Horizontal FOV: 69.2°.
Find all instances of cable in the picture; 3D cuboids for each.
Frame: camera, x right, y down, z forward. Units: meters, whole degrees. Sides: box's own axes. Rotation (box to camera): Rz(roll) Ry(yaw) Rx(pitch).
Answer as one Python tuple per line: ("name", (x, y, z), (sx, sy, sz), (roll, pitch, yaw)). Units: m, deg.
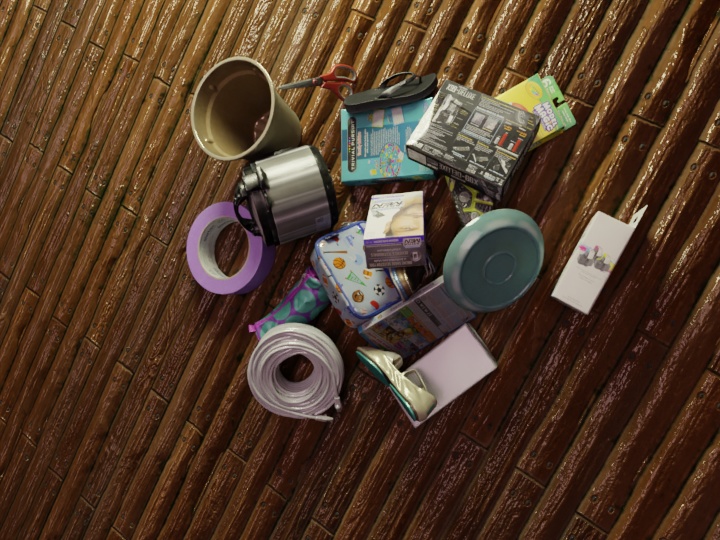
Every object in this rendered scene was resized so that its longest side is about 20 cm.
("cable", (-0.130, 0.204, 1.068), (0.195, 0.069, 0.205), (4, 107, -2))

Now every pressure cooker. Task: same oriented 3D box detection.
("pressure cooker", (-0.157, -0.145, 1.048), (0.196, 0.179, 0.179), (-19, 114, -10))

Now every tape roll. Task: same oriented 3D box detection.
("tape roll", (-0.293, -0.049, 1.179), (0.195, 0.065, 0.206), (-1, 87, 20))

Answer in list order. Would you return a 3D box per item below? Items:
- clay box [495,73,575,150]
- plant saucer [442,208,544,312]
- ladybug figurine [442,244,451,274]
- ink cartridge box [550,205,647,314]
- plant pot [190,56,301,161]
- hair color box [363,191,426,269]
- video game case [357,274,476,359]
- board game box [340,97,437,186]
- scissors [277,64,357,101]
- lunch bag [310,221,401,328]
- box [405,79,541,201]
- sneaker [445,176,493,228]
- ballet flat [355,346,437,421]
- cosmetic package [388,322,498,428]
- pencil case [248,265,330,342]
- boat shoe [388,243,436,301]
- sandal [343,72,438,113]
("clay box", (0.296, -0.282, 0.997), (0.197, 0.047, 0.117), (-28, 79, 17))
("plant saucer", (0.241, -0.008, 0.922), (0.195, 0.028, 0.205), (-7, 119, -13))
("ladybug figurine", (0.246, -0.031, 0.989), (0.197, 0.072, 0.138), (-29, 79, 16))
("ink cartridge box", (0.410, -0.028, 0.910), (0.067, 0.115, 0.203), (29, 96, 17))
("plant pot", (-0.220, -0.309, 1.100), (0.196, 0.183, 0.206), (-2, 85, 22))
("hair color box", (0.068, -0.081, 0.978), (0.106, 0.201, 0.066), (-4, 121, 8))
("video game case", (0.111, 0.099, 1.001), (0.198, 0.143, 0.018), (-32, 44, 14))
("board game box", (0.058, -0.261, 1.077), (0.195, 0.047, 0.155), (-1, 86, 19))
("scissors", (-0.086, -0.394, 1.072), (0.014, 0.197, 0.075), (18, 108, 49))
("lunch bag", (0.000, 0.000, 1.036), (0.158, 0.076, 0.203), (-22, 73, -26))
("box", (0.203, -0.242, 0.952), (0.197, 0.050, 0.160), (28, 77, 19))
("sneaker", (0.205, -0.157, 0.993), (0.074, 0.077, 0.205), (-12, 71, 7))
("ballet flat", (0.069, 0.197, 0.976), (0.070, 0.069, 0.200), (-54, 51, 9))
("cosmetic package", (0.159, 0.201, 1.009), (0.199, 0.074, 0.103), (-38, 76, 12))
("pencil case", (-0.139, 0.080, 1.105), (0.200, 0.092, 0.086), (-46, 36, 13))
("boat shoe", (0.101, -0.012, 0.973), (0.071, 0.201, 0.073), (-22, 108, 18))
("sandal", (0.061, -0.363, 1.050), (0.195, 0.077, 0.043), (-14, 128, 4))
